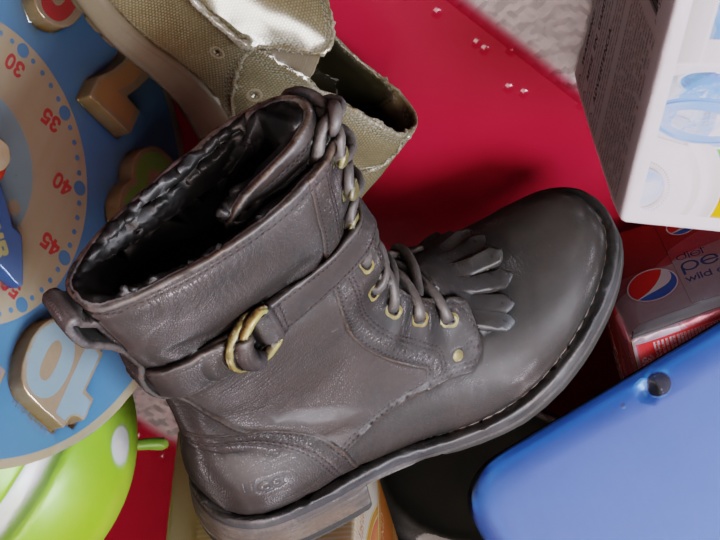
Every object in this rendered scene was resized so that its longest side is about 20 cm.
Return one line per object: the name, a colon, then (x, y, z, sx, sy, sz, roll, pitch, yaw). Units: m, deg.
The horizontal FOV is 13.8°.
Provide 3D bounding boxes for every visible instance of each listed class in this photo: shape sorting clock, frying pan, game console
shape sorting clock: (-0.129, -0.035, 0.966, 0.039, 0.200, 0.200, -8, 134, 45)
frying pan: (0.020, 0.106, 1.161, 0.115, 0.031, 0.190, 37, 126, -24)
game console: (0.164, 0.097, 1.096, 0.200, 0.119, 0.171, -30, 155, 4)

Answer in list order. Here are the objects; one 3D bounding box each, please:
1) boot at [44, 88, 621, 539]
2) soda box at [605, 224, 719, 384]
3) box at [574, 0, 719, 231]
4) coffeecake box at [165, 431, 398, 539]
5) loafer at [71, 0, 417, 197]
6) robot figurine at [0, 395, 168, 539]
boot: (0.000, 0.000, 0.990, 0.200, 0.069, 0.174, -37, 146, -15)
soda box: (0.142, 0.075, 1.129, 0.063, 0.070, 0.200, -18, 124, -1)
box: (0.186, -0.078, 1.017, 0.199, 0.101, 0.113, 5, 122, -10)
coffeecake box: (-0.016, 0.177, 1.107, 0.073, 0.154, 0.200, -7, 134, 10)
loafer: (-0.048, -0.094, 1.002, 0.067, 0.076, 0.200, -29, 131, 12)
robot figurine: (-0.164, 0.044, 1.048, 0.200, 0.116, 0.176, 34, 82, -23)
